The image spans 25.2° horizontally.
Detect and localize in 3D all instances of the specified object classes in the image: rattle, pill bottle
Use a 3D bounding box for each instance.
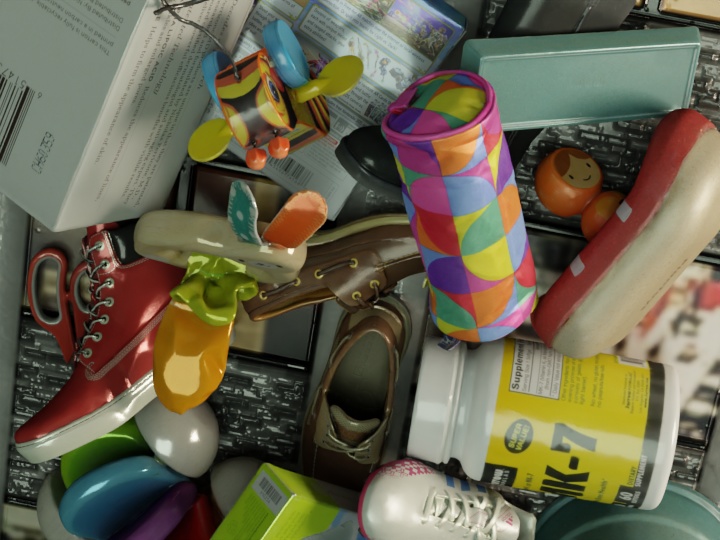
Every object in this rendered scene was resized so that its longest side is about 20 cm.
[{"bbox_3d":[-0.096,0.020,1.129,0.130,0.199,0.144,35,72,-28],"label":"rattle"},{"bbox_3d":[0.140,0.114,1.251,0.197,0.114,0.116,9,111,3],"label":"pill bottle"}]

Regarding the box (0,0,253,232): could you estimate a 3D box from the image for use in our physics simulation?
[{"bbox_3d":[-0.211,-0.166,1.142,0.198,0.130,0.201,34,112,19],"label":"box"}]

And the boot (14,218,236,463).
[{"bbox_3d":[-0.209,0.044,1.247,0.199,0.072,0.145,-37,107,-26],"label":"boot"}]

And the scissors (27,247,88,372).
[{"bbox_3d":[-0.238,0.076,1.334,0.072,0.014,0.202,3,113,-3],"label":"scissors"}]

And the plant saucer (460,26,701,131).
[{"bbox_3d":[0.159,-0.134,1.150,0.198,0.019,0.071,-7,121,-25],"label":"plant saucer"}]

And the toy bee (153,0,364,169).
[{"bbox_3d":[-0.072,-0.110,1.091,0.130,0.199,0.110,-32,66,34],"label":"toy bee"}]

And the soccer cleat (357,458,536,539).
[{"bbox_3d":[0.073,0.188,1.253,0.085,0.199,0.071,4,81,31],"label":"soccer cleat"}]

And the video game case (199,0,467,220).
[{"bbox_3d":[-0.050,-0.168,1.203,0.199,0.046,0.182,34,112,-7],"label":"video game case"}]

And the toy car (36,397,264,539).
[{"bbox_3d":[-0.165,0.208,1.298,0.175,0.150,0.200,-39,105,18],"label":"toy car"}]

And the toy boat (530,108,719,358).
[{"bbox_3d":[0.184,-0.041,1.194,0.131,0.130,0.201,44,111,14],"label":"toy boat"}]

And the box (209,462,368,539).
[{"bbox_3d":[-0.038,0.228,1.273,0.122,0.048,0.199,-54,141,8],"label":"box"}]

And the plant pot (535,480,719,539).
[{"bbox_3d":[0.217,0.296,1.266,0.197,0.196,0.203,2,110,6],"label":"plant pot"}]

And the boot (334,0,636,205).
[{"bbox_3d":[0.089,-0.140,1.153,0.201,0.164,0.066,-55,53,24],"label":"boot"}]

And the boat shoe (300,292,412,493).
[{"bbox_3d":[-0.009,0.116,1.290,0.075,0.072,0.202,11,111,2],"label":"boat shoe"}]

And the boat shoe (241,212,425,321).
[{"bbox_3d":[0.000,0.000,1.236,0.198,0.072,0.068,-8,74,14],"label":"boat shoe"}]

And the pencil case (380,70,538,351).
[{"bbox_3d":[0.068,-0.040,1.119,0.087,0.089,0.201,-7,129,9],"label":"pencil case"}]
